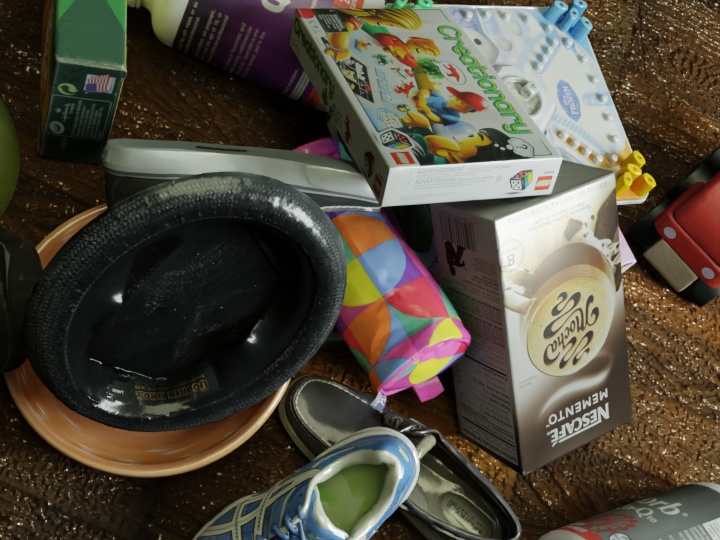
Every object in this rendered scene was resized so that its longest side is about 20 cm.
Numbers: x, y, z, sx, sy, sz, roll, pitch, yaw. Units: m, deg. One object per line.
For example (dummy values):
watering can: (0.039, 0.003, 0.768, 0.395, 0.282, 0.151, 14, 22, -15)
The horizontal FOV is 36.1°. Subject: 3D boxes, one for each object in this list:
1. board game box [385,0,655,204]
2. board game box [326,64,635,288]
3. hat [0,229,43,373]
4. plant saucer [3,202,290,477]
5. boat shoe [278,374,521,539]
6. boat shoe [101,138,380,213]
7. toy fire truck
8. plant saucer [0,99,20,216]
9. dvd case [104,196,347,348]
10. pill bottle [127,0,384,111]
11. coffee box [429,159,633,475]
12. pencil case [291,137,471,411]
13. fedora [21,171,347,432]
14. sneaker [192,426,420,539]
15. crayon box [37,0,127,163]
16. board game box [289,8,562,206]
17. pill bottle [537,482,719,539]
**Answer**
board game box: (0.134, -0.144, 0.922, 0.200, 0.026, 0.200, -5, 67, -25)
board game box: (0.100, -0.064, 0.908, 0.200, 0.041, 0.200, -16, 73, -28)
hat: (-0.248, 0.009, 0.690, 0.081, 0.201, 0.201, -9, 68, -45)
plant saucer: (-0.143, 0.045, 0.760, 0.200, 0.037, 0.201, 3, 66, -6)
boat shoe: (0.032, 0.137, 0.793, 0.200, 0.065, 0.072, 39, 59, 1)
boat shoe: (-0.077, -0.048, 0.755, 0.200, 0.070, 0.066, 4, 103, -5)
toy fire truck: (0.360, -0.066, 0.945, 0.176, 0.200, 0.129, -37, 82, -32)
plant saucer: (-0.342, -0.093, 0.777, 0.200, 0.031, 0.200, 9, 63, -17)
dvd case: (-0.083, -0.004, 0.842, 0.200, 0.022, 0.146, -5, 67, -24)
pill bottle: (-0.088, -0.213, 0.888, 0.200, 0.112, 0.113, 21, 59, -13)
coffee box: (0.128, 0.031, 0.810, 0.113, 0.080, 0.200, -22, 115, -27)
pencil case: (0.000, 0.000, 0.805, 0.088, 0.088, 0.200, -20, 69, -29)
fedora: (-0.112, 0.005, 0.691, 0.200, 0.201, 0.092, 0, 35, -22)
sneaker: (-0.048, 0.168, 0.715, 0.200, 0.077, 0.076, -39, 84, -7)
crayon box: (-0.208, -0.199, 0.828, 0.051, 0.127, 0.200, 5, 62, -20)
board game box: (0.040, -0.121, 0.777, 0.126, 0.035, 0.200, -6, 44, -22)
pill bottle: (0.229, 0.220, 0.801, 0.200, 0.116, 0.116, -11, 70, -27)
